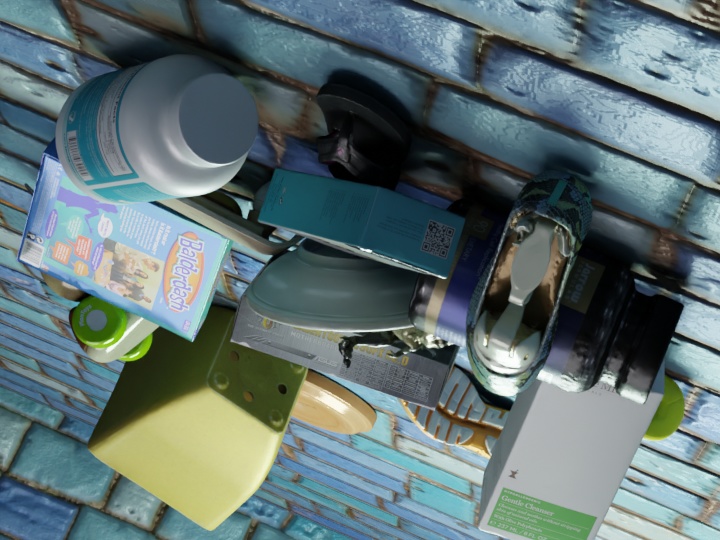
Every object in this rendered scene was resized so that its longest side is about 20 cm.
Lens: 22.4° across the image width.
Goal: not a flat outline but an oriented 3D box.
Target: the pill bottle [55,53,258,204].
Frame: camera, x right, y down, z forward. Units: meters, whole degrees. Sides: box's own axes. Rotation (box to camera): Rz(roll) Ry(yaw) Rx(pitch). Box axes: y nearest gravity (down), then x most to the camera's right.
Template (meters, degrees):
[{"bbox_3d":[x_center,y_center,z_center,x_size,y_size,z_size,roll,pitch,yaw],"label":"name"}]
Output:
[{"bbox_3d":[-0.157,-0.111,1.447,0.111,0.111,0.200,33,163,-27],"label":"pill bottle"}]

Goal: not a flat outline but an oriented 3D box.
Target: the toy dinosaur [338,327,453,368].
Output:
[{"bbox_3d":[0.015,0.042,1.586,0.088,0.048,0.200,-14,-158,-16],"label":"toy dinosaur"}]

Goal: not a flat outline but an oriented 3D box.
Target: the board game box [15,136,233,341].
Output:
[{"bbox_3d":[-0.231,-0.032,1.803,0.199,0.045,0.153,25,131,1],"label":"board game box"}]

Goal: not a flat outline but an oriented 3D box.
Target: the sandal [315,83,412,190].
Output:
[{"bbox_3d":[0.000,-0.086,1.405,0.075,0.048,0.201,22,165,10],"label":"sandal"}]

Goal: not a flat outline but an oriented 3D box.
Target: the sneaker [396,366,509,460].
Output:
[{"bbox_3d":[0.102,0.156,1.994,0.200,0.079,0.077,36,170,-30],"label":"sneaker"}]

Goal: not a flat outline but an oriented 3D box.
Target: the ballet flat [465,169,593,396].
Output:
[{"bbox_3d":[0.115,0.020,1.341,0.074,0.074,0.201,21,122,14],"label":"ballet flat"}]

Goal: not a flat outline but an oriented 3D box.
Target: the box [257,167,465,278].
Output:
[{"bbox_3d":[-0.003,-0.040,1.433,0.082,0.049,0.200,19,178,-27],"label":"box"}]

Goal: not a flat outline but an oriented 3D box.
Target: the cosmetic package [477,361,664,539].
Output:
[{"bbox_3d":[0.183,0.144,1.598,0.107,0.085,0.201,17,124,-2],"label":"cosmetic package"}]

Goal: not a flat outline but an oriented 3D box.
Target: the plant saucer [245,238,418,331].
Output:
[{"bbox_3d":[0.000,0.000,1.567,0.199,0.051,0.200,-1,-163,0],"label":"plant saucer"}]

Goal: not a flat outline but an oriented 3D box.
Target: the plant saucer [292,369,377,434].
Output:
[{"bbox_3d":[-0.075,0.163,2.355,0.199,0.032,0.200,22,164,7],"label":"plant saucer"}]

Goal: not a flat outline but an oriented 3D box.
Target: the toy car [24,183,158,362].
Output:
[{"bbox_3d":[-0.282,-0.017,1.963,0.200,0.158,0.164,48,177,10],"label":"toy car"}]

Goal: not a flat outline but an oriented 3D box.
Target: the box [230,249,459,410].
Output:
[{"bbox_3d":[-0.006,0.051,1.685,0.199,0.049,0.158,19,-161,5],"label":"box"}]

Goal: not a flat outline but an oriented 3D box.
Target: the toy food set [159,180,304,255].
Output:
[{"bbox_3d":[-0.136,-0.076,1.652,0.199,0.061,0.143,28,176,-5],"label":"toy food set"}]

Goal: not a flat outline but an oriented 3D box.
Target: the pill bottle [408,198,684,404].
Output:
[{"bbox_3d":[0.147,0.029,1.440,0.199,0.112,0.112,22,164,9],"label":"pill bottle"}]

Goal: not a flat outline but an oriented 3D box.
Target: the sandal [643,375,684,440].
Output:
[{"bbox_3d":[0.195,0.104,1.682,0.199,0.080,0.087,28,167,-6],"label":"sandal"}]

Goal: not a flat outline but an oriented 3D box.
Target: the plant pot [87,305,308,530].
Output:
[{"bbox_3d":[-0.172,0.156,2.183,0.194,0.196,0.200,36,138,-18],"label":"plant pot"}]
